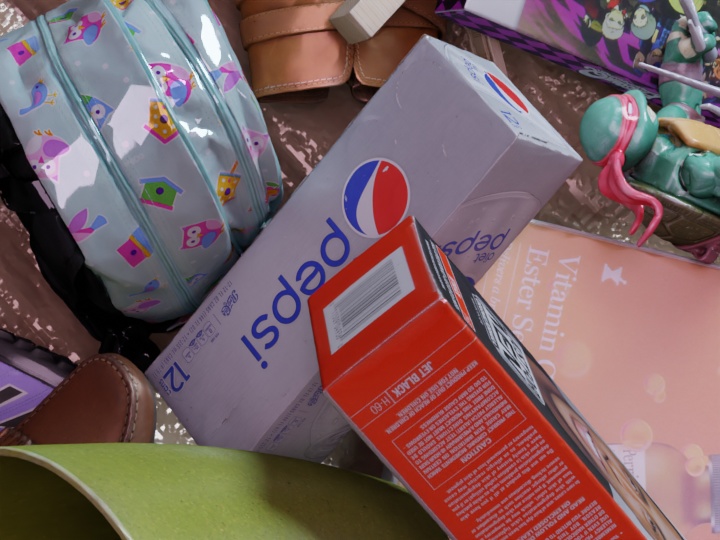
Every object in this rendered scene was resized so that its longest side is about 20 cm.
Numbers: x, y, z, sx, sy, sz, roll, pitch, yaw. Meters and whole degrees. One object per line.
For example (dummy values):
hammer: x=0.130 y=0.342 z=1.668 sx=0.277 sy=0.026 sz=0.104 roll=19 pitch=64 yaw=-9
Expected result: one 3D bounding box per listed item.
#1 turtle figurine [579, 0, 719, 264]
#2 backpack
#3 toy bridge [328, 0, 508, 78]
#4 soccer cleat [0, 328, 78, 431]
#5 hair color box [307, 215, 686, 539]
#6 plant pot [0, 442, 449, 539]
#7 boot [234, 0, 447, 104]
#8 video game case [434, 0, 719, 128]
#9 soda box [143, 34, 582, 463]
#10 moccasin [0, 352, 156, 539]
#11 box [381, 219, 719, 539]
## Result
turtle figurine: x=0.164 y=-0.053 z=0.967 sx=0.199 sy=0.150 sz=0.101 roll=23 pitch=114 yaw=-30
backpack: x=-0.105 y=-0.054 z=0.963 sx=0.126 sy=0.200 sz=0.167 roll=-36 pitch=87 yaw=-6
toy bridge: x=0.014 y=-0.133 z=1.007 sx=0.067 sy=0.027 sz=0.200 roll=-47 pitch=107 yaw=-18
soccer cleat: x=-0.203 y=0.053 z=1.015 sx=0.198 sy=0.068 sz=0.074 roll=18 pitch=84 yaw=3
hair color box: x=0.065 y=0.082 z=0.875 sx=0.061 sy=0.102 sz=0.200 roll=-37 pitch=109 yaw=8
plant pot: x=-0.056 y=0.148 z=0.876 sx=0.199 sy=0.186 sz=0.189 roll=-9 pitch=83 yaw=-47
boot: x=-0.050 y=-0.156 z=1.044 sx=0.198 sy=0.077 sz=0.157 roll=3 pitch=85 yaw=-13
video game case: x=0.148 y=-0.173 z=1.034 sx=0.199 sy=0.036 sz=0.183 roll=19 pitch=84 yaw=-24
soda box: x=0.000 y=0.000 z=0.943 sx=0.200 sy=0.063 sz=0.068 roll=-50 pitch=61 yaw=16
moccasin: x=-0.166 y=0.113 z=0.932 sx=0.201 sy=0.078 sz=0.074 roll=-42 pitch=52 yaw=5
box: x=0.118 y=0.070 z=1.010 sx=0.198 sy=0.106 sz=0.154 roll=13 pitch=84 yaw=-1
